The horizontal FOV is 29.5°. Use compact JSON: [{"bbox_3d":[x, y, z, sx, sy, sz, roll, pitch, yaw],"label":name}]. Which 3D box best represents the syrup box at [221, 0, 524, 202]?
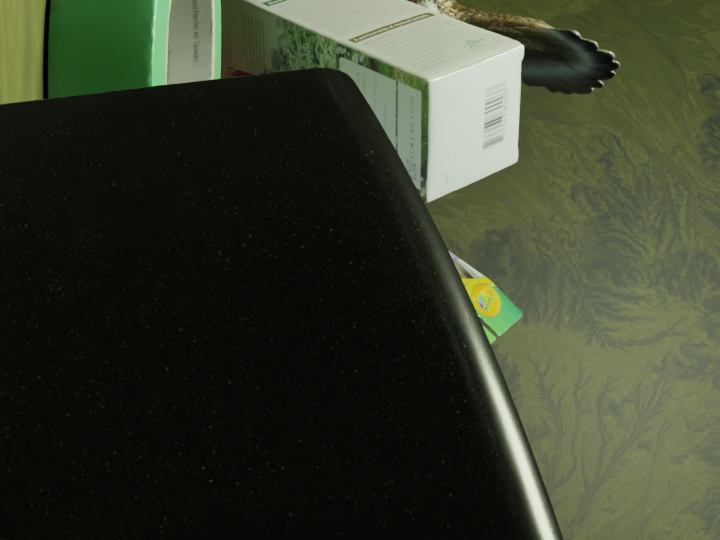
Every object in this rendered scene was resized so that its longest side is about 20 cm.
[{"bbox_3d":[-0.001,-0.121,0.835,0.200,0.081,0.079,31,-46,40],"label":"syrup box"}]

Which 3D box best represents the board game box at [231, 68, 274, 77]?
[{"bbox_3d":[-0.081,-0.003,0.766,0.200,0.026,0.200,-109,-146,-71],"label":"board game box"}]

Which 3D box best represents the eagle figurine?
[{"bbox_3d":[0.064,-0.181,0.914,0.152,0.200,0.151,58,22,-55],"label":"eagle figurine"}]

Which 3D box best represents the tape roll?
[{"bbox_3d":[-0.105,-0.099,0.672,0.200,0.048,0.201,3,90,-89],"label":"tape roll"}]

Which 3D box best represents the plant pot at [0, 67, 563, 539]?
[{"bbox_3d":[-0.055,0.050,0.431,0.200,0.200,0.178,88,-5,-66],"label":"plant pot"}]

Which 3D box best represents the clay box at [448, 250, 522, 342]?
[{"bbox_3d":[0.000,0.000,0.899,0.115,0.200,0.048,-31,155,-57],"label":"clay box"}]
